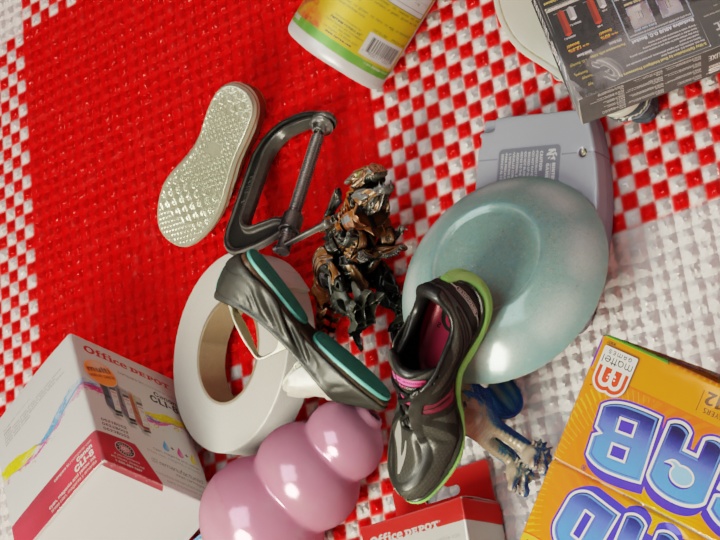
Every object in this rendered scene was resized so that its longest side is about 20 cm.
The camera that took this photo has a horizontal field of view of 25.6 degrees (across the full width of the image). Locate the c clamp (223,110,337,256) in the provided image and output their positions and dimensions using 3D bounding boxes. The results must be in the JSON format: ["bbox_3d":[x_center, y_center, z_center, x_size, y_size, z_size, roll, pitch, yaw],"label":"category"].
[{"bbox_3d":[-0.068,-0.087,1.571,0.170,0.027,0.202,-26,40,39],"label":"c clamp"}]

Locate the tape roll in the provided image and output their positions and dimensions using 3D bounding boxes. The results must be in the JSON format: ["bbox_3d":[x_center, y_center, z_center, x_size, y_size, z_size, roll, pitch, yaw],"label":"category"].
[{"bbox_3d":[-0.118,0.082,1.576,0.202,0.037,0.205,-16,69,49],"label":"tape roll"}]

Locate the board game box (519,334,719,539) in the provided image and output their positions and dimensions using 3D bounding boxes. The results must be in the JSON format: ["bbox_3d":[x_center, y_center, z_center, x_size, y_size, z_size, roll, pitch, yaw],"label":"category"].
[{"bbox_3d":[0.267,0.189,1.177,0.199,0.199,0.202,24,94,38],"label":"board game box"}]

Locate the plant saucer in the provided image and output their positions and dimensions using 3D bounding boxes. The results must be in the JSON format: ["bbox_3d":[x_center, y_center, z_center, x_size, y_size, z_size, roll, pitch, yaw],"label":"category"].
[{"bbox_3d":[0.116,-0.002,1.369,0.199,0.039,0.203,-16,57,25],"label":"plant saucer"}]

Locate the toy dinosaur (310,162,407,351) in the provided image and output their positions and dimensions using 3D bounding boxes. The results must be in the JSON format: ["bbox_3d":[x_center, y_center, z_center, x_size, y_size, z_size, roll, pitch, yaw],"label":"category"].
[{"bbox_3d":[0.000,0.000,1.506,0.136,0.101,0.201,49,151,36],"label":"toy dinosaur"}]

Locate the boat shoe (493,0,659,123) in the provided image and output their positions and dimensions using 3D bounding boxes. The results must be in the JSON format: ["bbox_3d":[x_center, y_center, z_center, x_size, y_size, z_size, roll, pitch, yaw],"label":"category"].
[{"bbox_3d":[0.195,-0.203,1.419,0.075,0.062,0.200,-52,56,12],"label":"boat shoe"}]

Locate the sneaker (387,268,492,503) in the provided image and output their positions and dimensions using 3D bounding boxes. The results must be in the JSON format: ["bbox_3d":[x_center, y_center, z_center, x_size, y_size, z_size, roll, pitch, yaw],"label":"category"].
[{"bbox_3d":[0.049,0.095,1.316,0.076,0.083,0.202,18,102,41],"label":"sneaker"}]

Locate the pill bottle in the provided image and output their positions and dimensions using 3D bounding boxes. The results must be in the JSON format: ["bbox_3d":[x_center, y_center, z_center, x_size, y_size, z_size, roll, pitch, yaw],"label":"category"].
[{"bbox_3d":[0.025,-0.289,1.539,0.111,0.111,0.201,41,104,36],"label":"pill bottle"}]

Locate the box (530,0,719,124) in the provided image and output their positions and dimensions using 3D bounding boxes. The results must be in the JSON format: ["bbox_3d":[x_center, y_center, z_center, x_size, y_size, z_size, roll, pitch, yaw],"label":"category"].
[{"bbox_3d":[0.252,-0.233,1.341,0.198,0.050,0.159,-21,65,4],"label":"box"}]

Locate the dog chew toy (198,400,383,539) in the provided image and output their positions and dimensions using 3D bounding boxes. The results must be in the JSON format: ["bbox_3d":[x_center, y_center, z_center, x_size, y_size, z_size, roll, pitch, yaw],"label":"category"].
[{"bbox_3d":[-0.058,0.200,1.481,0.200,0.124,0.125,-45,56,11],"label":"dog chew toy"}]

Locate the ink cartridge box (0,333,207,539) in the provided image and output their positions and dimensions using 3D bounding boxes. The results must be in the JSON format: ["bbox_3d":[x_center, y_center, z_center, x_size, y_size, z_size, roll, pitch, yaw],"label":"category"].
[{"bbox_3d":[-0.261,0.194,1.585,0.145,0.145,0.201,-49,38,16],"label":"ink cartridge box"}]

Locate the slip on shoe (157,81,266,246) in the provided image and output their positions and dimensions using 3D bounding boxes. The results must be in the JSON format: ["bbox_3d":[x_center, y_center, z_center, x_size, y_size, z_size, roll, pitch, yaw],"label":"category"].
[{"bbox_3d":[-0.153,-0.111,1.669,0.074,0.061,0.201,33,114,11],"label":"slip on shoe"}]

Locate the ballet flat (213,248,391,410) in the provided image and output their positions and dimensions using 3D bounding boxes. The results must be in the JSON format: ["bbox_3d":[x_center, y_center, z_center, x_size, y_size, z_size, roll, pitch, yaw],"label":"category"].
[{"bbox_3d":[-0.059,0.069,1.462,0.068,0.068,0.200,-45,82,13],"label":"ballet flat"}]

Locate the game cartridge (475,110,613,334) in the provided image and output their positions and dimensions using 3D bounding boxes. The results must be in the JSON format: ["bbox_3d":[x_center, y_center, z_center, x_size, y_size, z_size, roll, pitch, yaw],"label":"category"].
[{"bbox_3d":[0.162,-0.041,1.422,0.132,0.040,0.202,-3,77,41],"label":"game cartridge"}]

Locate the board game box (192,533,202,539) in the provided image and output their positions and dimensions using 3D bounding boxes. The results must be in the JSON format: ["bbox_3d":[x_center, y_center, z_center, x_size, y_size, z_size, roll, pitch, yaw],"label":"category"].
[{"bbox_3d":[-0.164,0.371,1.555,0.200,0.056,0.166,-39,60,24],"label":"board game box"}]

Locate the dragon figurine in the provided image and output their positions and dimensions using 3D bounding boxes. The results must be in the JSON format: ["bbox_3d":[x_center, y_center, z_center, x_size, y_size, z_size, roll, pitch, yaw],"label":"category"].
[{"bbox_3d":[0.104,0.117,1.410,0.059,0.099,0.201,-50,35,20],"label":"dragon figurine"}]

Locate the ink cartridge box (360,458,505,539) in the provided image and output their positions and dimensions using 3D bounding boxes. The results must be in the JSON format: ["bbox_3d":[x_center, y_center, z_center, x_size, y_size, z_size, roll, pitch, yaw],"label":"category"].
[{"bbox_3d":[0.070,0.273,1.393,0.115,0.067,0.202,-23,65,31],"label":"ink cartridge box"}]
